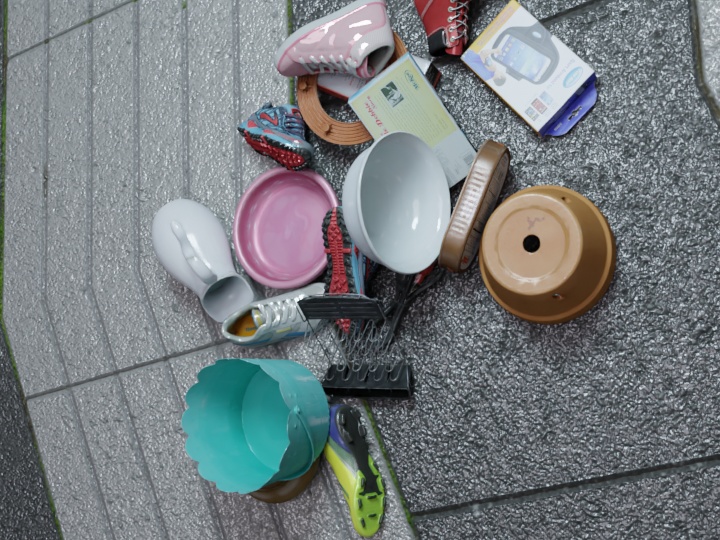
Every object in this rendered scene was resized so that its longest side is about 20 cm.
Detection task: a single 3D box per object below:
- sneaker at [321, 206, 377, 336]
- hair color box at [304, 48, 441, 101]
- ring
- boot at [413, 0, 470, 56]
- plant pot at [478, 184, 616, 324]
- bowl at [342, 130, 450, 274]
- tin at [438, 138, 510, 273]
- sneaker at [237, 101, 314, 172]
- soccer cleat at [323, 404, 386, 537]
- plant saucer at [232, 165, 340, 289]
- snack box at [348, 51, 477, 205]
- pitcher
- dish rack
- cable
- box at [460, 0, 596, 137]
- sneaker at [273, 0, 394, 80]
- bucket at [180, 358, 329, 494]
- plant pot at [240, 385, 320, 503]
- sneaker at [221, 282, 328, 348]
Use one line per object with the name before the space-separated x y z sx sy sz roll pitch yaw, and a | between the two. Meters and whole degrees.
sneaker | 0.000 0.000 1.308 0.079 0.094 0.204 14 109 48
hair color box | 0.018 -0.312 1.358 0.198 0.061 0.103 28 95 24
ring | -0.015 -0.298 1.328 0.197 0.019 0.205 -2 85 24
boot | 0.157 -0.411 1.271 0.199 0.071 0.147 -31 70 56
plant pot | 0.251 -0.028 1.187 0.197 0.140 0.204 -2 84 23
bowl | 0.037 -0.095 1.231 0.089 0.199 0.205 -2 83 44
tin | 0.169 -0.092 1.243 0.041 0.112 0.203 23 93 22
sneaker | -0.127 -0.231 1.372 0.096 0.079 0.199 -50 41 -7
soccer cleat | -0.015 0.309 1.312 0.083 0.064 0.204 -24 78 49
plant saucer | -0.115 -0.069 1.390 0.197 0.051 0.205 -4 81 23
snack box | 0.084 -0.211 1.278 0.115 0.037 0.201 -34 106 15
pitcher | -0.271 -0.033 1.380 0.120 0.172 0.201 -34 62 -6
dish rack | -0.012 0.112 1.263 0.151 0.202 0.055 -3 46 22
cable | 0.074 0.033 1.316 0.096 0.050 0.203 22 104 21
box | 0.258 -0.297 1.269 0.119 0.041 0.200 -46 68 11
sneaker | -0.037 -0.326 1.288 0.198 0.075 0.106 -25 71 16
bucket | -0.152 0.228 1.275 0.204 0.134 0.211 -2 86 31
plant pot | -0.152 0.274 1.366 0.197 0.027 0.204 -3 84 30
sneaker | -0.130 0.076 1.365 0.197 0.081 0.078 -24 74 16
